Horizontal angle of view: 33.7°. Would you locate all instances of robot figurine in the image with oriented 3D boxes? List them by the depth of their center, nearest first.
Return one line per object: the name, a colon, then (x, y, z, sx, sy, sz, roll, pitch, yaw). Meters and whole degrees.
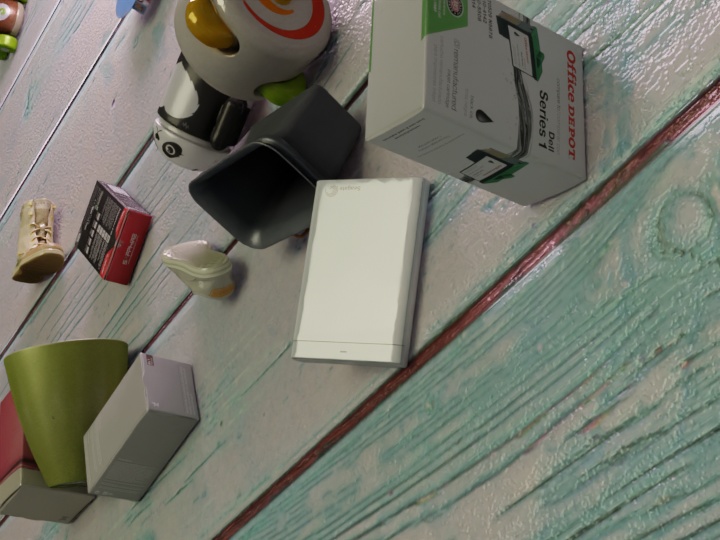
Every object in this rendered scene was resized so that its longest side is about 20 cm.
robot figurine: (-0.219, -0.240, 1.686, 0.150, 0.124, 0.201, -66, 1, -77)

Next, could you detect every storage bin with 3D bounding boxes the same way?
storage bin: (-0.086, -0.125, 1.435, 0.200, 0.145, 0.135, -22, 31, 53)

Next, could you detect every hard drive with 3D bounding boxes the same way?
hard drive: (0.000, 0.000, 1.269, 0.131, 0.027, 0.201, 0, 74, 28)

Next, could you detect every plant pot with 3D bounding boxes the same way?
plant pot: (-0.433, 0.221, 1.793, 0.187, 0.186, 0.201, -26, 70, 51)

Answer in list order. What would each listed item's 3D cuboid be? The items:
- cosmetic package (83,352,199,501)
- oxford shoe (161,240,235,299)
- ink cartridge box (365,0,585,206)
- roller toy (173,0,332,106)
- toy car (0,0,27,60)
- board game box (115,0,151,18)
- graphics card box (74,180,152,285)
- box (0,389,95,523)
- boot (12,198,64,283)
cosmetic package: (-0.309, 0.221, 1.661, 0.200, 0.090, 0.107, -48, 39, 31)
oxford shoe: (-0.226, -0.001, 1.654, 0.200, 0.075, 0.058, 25, 134, 60)
ink cartridge box: (0.107, -0.160, 1.062, 0.084, 0.199, 0.147, -23, 58, 48)
roller toy: (-0.137, -0.328, 1.538, 0.140, 0.199, 0.183, -35, 42, 45)
toy car: (-0.961, -0.648, 2.992, 0.158, 0.199, 0.165, -9, 69, 56)
board game box: (-0.389, -0.550, 2.194, 0.201, 0.039, 0.158, -58, 29, 15)
graphics card box: (-0.418, -0.066, 1.999, 0.200, 0.051, 0.126, 33, 105, 57)
box: (-0.499, 0.283, 1.890, 0.109, 0.127, 0.201, -43, 43, 39)
boot: (-0.617, -0.068, 2.297, 0.200, 0.072, 0.156, -25, 58, 58)
